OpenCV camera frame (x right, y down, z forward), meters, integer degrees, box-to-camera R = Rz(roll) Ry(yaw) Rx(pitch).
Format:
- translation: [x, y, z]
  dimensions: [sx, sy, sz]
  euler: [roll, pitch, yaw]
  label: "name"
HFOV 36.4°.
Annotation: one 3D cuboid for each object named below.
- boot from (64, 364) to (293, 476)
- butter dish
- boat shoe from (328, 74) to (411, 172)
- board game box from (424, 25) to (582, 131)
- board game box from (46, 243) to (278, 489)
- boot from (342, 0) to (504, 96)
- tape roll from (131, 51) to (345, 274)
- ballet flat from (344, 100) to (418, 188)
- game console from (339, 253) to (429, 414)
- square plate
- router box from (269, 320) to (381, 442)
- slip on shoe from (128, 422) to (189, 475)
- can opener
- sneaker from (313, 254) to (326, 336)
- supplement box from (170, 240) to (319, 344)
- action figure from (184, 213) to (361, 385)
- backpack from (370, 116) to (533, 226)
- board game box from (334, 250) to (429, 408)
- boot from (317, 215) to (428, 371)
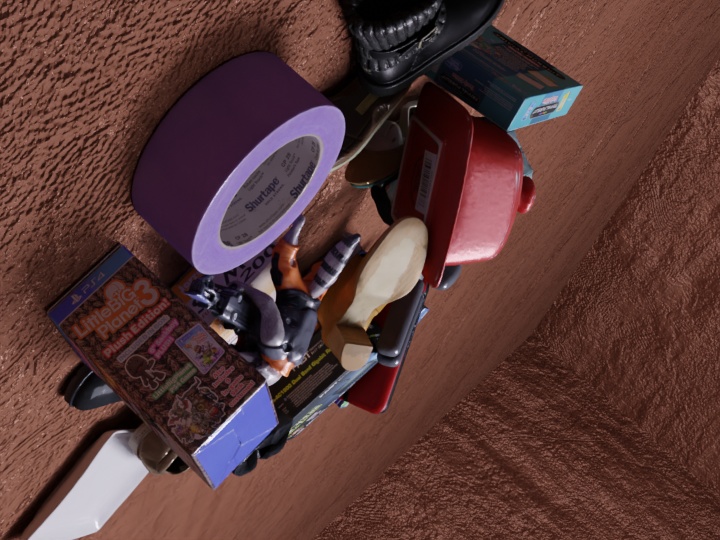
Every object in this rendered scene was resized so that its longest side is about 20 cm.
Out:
- translation: [-0.195, 0.153, 1.186]
  dimensions: [0.165, 0.200, 0.066]
  euler: [-37, 161, -37]
  label: "boot"
- translation: [0.130, -0.095, 1.258]
  dimensions: [0.200, 0.147, 0.201]
  euler: [-119, -142, -65]
  label: "butter dish"
- translation: [-0.019, -0.154, 1.193]
  dimensions: [0.200, 0.072, 0.076]
  euler: [-41, 176, -25]
  label: "boat shoe"
- translation: [0.166, -0.237, 1.325]
  dimensions: [0.200, 0.151, 0.047]
  euler: [-23, 147, -57]
  label: "board game box"
- translation: [-0.188, 0.098, 1.073]
  dimensions: [0.097, 0.200, 0.160]
  euler: [-45, 165, -16]
  label: "board game box"
- translation: [0.073, -0.278, 1.111]
  dimensions: [0.211, 0.079, 0.158]
  euler: [-45, 164, -11]
  label: "boot"
- translation: [-0.112, -0.099, 1.029]
  dimensions: [0.200, 0.085, 0.200]
  euler: [-43, 164, -16]
  label: "tape roll"
- translation: [0.045, -0.170, 1.365]
  dimensions: [0.200, 0.068, 0.063]
  euler: [-38, 134, -41]
  label: "ballet flat"
- translation: [0.020, 0.087, 1.552]
  dimensions: [0.119, 0.172, 0.201]
  euler: [17, 91, -57]
  label: "game console"
- translation: [-0.335, 0.270, 1.412]
  dimensions: [0.200, 0.028, 0.198]
  euler: [-51, 164, 7]
  label: "square plate"
- translation: [-0.062, 0.145, 1.420]
  dimensions: [0.200, 0.062, 0.150]
  euler: [-44, 168, 13]
  label: "router box"
- translation: [-0.242, 0.238, 1.421]
  dimensions: [0.076, 0.061, 0.200]
  euler: [-46, 165, -14]
  label: "slip on shoe"
- translation: [0.075, 0.035, 1.414]
  dimensions: [0.053, 0.066, 0.201]
  euler: [83, 29, -54]
  label: "can opener"
- translation: [-0.075, 0.080, 1.536]
  dimensions: [0.200, 0.071, 0.113]
  euler: [-58, 172, -32]
  label: "sneaker"
- translation: [-0.130, 0.048, 1.274]
  dimensions: [0.126, 0.073, 0.200]
  euler: [-47, 153, -15]
  label: "supplement box"
- translation: [-0.085, 0.032, 1.145]
  dimensions: [0.200, 0.104, 0.194]
  euler: [25, 87, -60]
  label: "action figure"
- translation: [0.133, -0.122, 1.450]
  dimensions: [0.199, 0.127, 0.167]
  euler: [-15, -164, 42]
  label: "backpack"
- translation: [-0.011, 0.089, 1.662]
  dimensions: [0.200, 0.135, 0.034]
  euler: [-49, 166, 6]
  label: "board game box"
- translation: [0.000, 0.001, 1.251]
  dimensions: [0.070, 0.144, 0.202]
  euler: [15, 113, -25]
  label: "boot"
